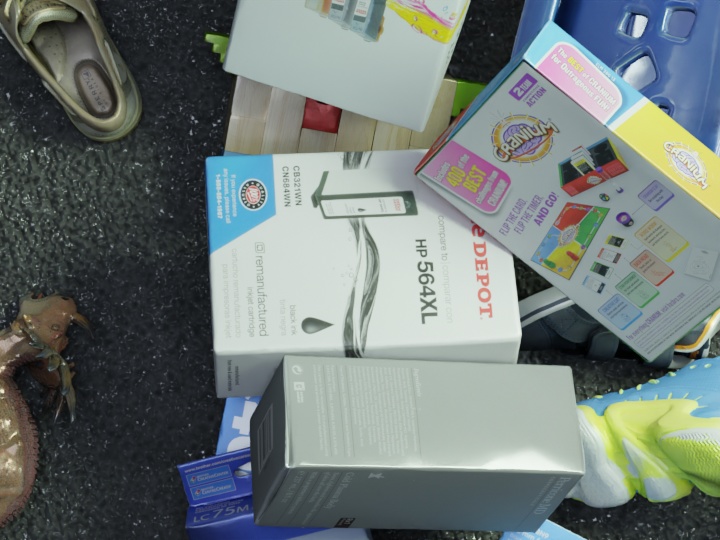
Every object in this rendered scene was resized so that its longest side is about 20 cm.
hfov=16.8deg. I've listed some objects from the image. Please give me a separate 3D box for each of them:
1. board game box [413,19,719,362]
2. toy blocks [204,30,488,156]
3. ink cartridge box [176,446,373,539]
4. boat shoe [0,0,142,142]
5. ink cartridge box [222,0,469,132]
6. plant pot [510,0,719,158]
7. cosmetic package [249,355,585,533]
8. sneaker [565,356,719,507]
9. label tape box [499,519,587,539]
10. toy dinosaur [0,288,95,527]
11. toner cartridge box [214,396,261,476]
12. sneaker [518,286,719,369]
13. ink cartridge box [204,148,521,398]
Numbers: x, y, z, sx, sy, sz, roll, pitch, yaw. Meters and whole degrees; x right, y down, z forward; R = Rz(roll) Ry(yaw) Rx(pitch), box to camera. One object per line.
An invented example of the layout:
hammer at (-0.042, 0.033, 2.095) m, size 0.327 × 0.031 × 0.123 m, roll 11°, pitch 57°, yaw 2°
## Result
board game box at (0.151, -0.046, 1.530) m, size 0.200 × 0.153 × 0.040 m, roll 39°, pitch 53°, yaw -5°
toy blocks at (-0.021, -0.081, 1.704) m, size 0.200 × 0.100 × 0.137 m, roll 10°, pitch 99°, yaw -7°
ink cartridge box at (-0.045, 0.213, 1.665) m, size 0.119 × 0.042 × 0.200 m, roll -13°, pitch 107°, yaw 4°
boat shoe at (-0.221, -0.182, 1.722) m, size 0.072 × 0.065 × 0.200 m, roll -31°, pitch 86°, yaw -1°
ink cartridge box at (0.010, -0.222, 1.592) m, size 0.145 × 0.145 × 0.200 m, roll 19°, pitch 129°, yaw 1°
plant pot at (0.213, -0.148, 1.633) m, size 0.180 × 0.200 × 0.200 m, roll 14°, pitch 88°, yaw 29°
cosmetic package at (0.035, 0.114, 1.591) m, size 0.200 × 0.107 × 0.090 m, roll 4°, pitch 61°, yaw -13°
sneaker at (0.203, 0.109, 1.676) m, size 0.200 × 0.105 × 0.076 m, roll 3°, pitch 123°, yaw 39°
label tape box at (0.120, 0.276, 1.617) m, size 0.143 × 0.066 × 0.200 m, roll 28°, pitch 89°, yaw 5°
toy dinosaur at (-0.253, 0.114, 1.697) m, size 0.136 × 0.086 × 0.200 m, roll 0°, pitch 92°, yaw -5°
toner cartridge box at (-0.048, 0.100, 1.708) m, size 0.095 × 0.043 × 0.200 m, roll 10°, pitch 87°, yaw 0°
sneaker at (0.194, 0.034, 1.689) m, size 0.200 × 0.078 × 0.079 m, roll -18°, pitch 80°, yaw -1°
ink cartridge box at (0.000, 0.000, 1.613) m, size 0.200 × 0.084 × 0.146 m, roll -3°, pitch 65°, yaw -4°
